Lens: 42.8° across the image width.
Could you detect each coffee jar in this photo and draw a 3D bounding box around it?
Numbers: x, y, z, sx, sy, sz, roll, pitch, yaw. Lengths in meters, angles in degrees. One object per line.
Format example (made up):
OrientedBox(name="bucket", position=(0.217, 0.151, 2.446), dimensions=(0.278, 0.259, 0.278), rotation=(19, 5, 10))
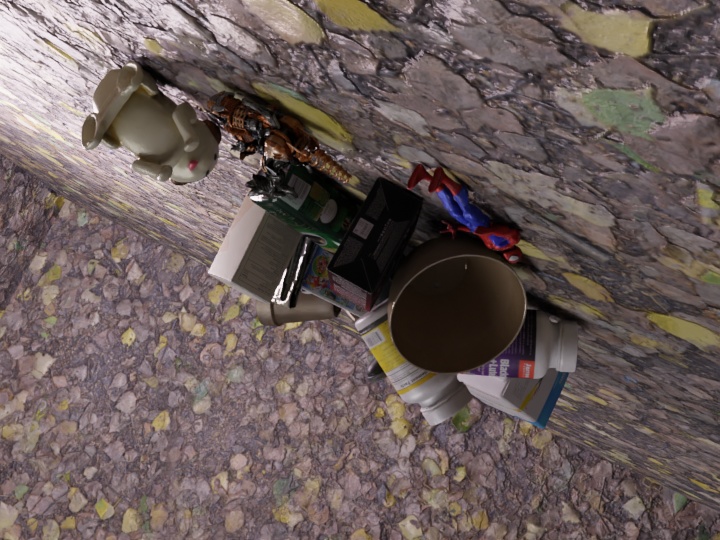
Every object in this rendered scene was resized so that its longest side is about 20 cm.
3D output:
OrientedBox(name="coffee jar", position=(-0.067, -0.094, 1.425), dimensions=(0.199, 0.086, 0.104), rotation=(34, 166, -33))

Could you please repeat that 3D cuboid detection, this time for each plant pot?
OrientedBox(name="plant pot", position=(-0.129, 0.039, 2.094), dimensions=(0.172, 0.202, 0.200), rotation=(9, 167, 11))
OrientedBox(name="plant pot", position=(0.126, 0.030, 1.332), dimensions=(0.199, 0.201, 0.135), rotation=(31, -159, -26))

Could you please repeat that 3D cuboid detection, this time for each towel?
OrientedBox(name="towel", position=(-0.151, -0.044, 1.617), dimensions=(0.034, 0.195, 0.199), rotation=(19, 178, -41))

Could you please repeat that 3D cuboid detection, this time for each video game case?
OrientedBox(name="video game case", position=(0.000, 0.000, 1.571), dimensions=(0.198, 0.144, 0.018), rotation=(25, -178, 9))

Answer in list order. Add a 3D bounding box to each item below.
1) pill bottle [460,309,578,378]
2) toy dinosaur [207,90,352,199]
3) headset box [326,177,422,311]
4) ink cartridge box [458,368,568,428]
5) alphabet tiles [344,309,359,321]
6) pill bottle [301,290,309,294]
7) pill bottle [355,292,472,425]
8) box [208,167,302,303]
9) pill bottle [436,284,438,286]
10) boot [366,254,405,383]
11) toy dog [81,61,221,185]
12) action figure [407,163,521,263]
OrientedBox(name="pill bottle", position=(0.248, 0.118, 1.489), dimensions=(0.198, 0.113, 0.111), rotation=(2, 166, 9))
OrientedBox(name="toy dinosaur", position=(-0.110, -0.159, 1.195), dimensions=(0.200, 0.102, 0.136), rotation=(47, 159, 17))
OrientedBox(name="headset box", position=(0.019, -0.030, 1.329), dimensions=(0.075, 0.150, 0.200), rotation=(29, 170, 5))
OrientedBox(name="ink cartridge box", position=(0.289, 0.191, 1.787), dimensions=(0.146, 0.147, 0.200), rotation=(19, 168, 41))
OrientedBox(name="alphabet tiles", position=(0.024, 0.052, 1.754), dimensions=(0.166, 0.008, 0.200), rotation=(-4, -147, -34))
OrientedBox(name="pill bottle", position=(-0.123, -0.020, 1.910), dimensions=(0.199, 0.112, 0.111), rotation=(32, 169, -29))
OrientedBox(name="pill bottle", position=(0.087, 0.135, 1.429), dimensions=(0.201, 0.111, 0.111), rotation=(57, 170, 0))
OrientedBox(name="box", position=(-0.157, -0.059, 1.512), dimensions=(0.077, 0.201, 0.095), rotation=(17, 167, 47))
OrientedBox(name="pill bottle", position=(0.150, 0.075, 1.645), dimensions=(0.114, 0.115, 0.200), rotation=(22, 170, 26))
OrientedBox(name="boot", position=(0.033, 0.060, 1.515), dimensions=(0.201, 0.164, 0.066), rotation=(57, 172, -2))
OrientedBox(name="toy dog", position=(-0.301, -0.200, 1.363), dimensions=(0.199, 0.140, 0.194), rotation=(33, -178, -33))
OrientedBox(name="action figure", position=(0.140, -0.062, 1.144), dimensions=(0.199, 0.052, 0.065), rotation=(31, 167, -36))
